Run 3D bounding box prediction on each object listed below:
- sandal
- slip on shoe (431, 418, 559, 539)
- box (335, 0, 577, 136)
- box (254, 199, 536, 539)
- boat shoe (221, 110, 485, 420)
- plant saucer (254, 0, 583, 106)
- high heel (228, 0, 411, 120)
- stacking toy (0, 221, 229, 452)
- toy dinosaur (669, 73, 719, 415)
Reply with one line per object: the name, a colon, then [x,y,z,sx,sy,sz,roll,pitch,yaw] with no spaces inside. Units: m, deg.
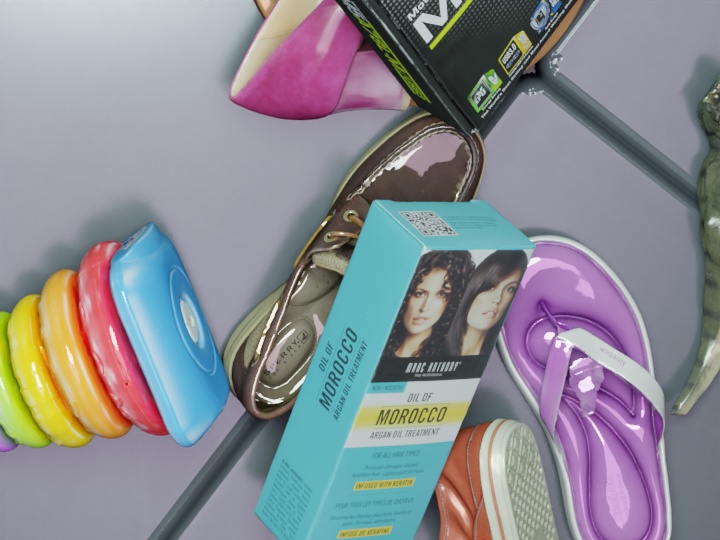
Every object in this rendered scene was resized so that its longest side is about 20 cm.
sandal: [0.134,0.075,1.388,0.082,0.050,0.203,-22,101,-3]
slip on shoe: [0.077,0.178,1.397,0.061,0.074,0.201,-1,109,28]
box: [0.069,-0.192,1.240,0.047,0.193,0.200,34,83,29]
box: [0.017,0.060,1.327,0.082,0.049,0.200,-1,122,-40]
boat shoe: [0.000,0.000,1.347,0.072,0.072,0.200,41,93,-12]
plant saucer: [0.033,-0.188,1.341,0.200,0.032,0.201,-1,100,-7]
high heel: [-0.016,-0.176,1.288,0.096,0.067,0.201,-1,113,-17]
stacking toy: [-0.180,0.059,1.333,0.199,0.116,0.110,-20,101,11]
toy dinosaur: [0.225,-0.015,1.387,0.088,0.047,0.201,5,100,7]
